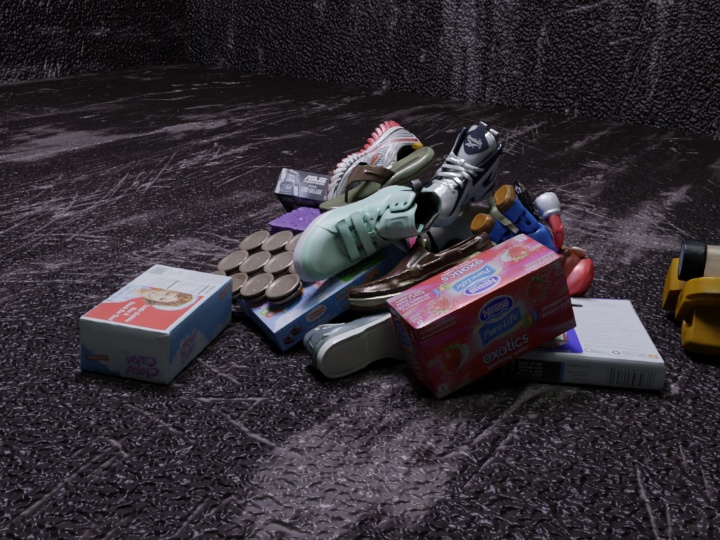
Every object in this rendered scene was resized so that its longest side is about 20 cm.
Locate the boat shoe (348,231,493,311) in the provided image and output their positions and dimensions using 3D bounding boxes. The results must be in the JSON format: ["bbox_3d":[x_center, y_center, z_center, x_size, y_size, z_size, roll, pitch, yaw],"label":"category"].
[{"bbox_3d":[0.076,-0.003,1.131,0.199,0.076,0.075,-13,2,-15],"label":"boat shoe"}]

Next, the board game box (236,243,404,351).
[{"bbox_3d":[-0.055,0.014,1.205,0.199,0.037,0.151,-34,31,-15],"label":"board game box"}]

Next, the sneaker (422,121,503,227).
[{"bbox_3d":[0.144,-0.150,1.314,0.197,0.131,0.079,-23,49,-41],"label":"sneaker"}]

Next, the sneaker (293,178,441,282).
[{"bbox_3d":[0.011,-0.052,1.133,0.199,0.075,0.118,-35,18,-24],"label":"sneaker"}]

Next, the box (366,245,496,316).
[{"bbox_3d":[0.104,0.028,1.206,0.196,0.050,0.083,-14,33,-6],"label":"box"}]

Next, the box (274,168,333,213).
[{"bbox_3d":[-0.026,-0.096,1.496,0.197,0.050,0.158,11,-21,21],"label":"box"}]

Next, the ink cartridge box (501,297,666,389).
[{"bbox_3d":[0.273,0.086,1.169,0.194,0.044,0.200,4,21,3],"label":"ink cartridge box"}]

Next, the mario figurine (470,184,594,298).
[{"bbox_3d":[0.248,-0.031,1.287,0.199,0.123,0.107,39,47,-16],"label":"mario figurine"}]

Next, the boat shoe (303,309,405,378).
[{"bbox_3d":[0.020,0.075,1.115,0.197,0.074,0.062,-16,30,-32],"label":"boat shoe"}]

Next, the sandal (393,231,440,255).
[{"bbox_3d":[0.088,-0.028,1.290,0.075,0.045,0.201,-18,68,-49],"label":"sandal"}]

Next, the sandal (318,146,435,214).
[{"bbox_3d":[0.019,-0.136,1.300,0.200,0.058,0.079,-34,25,-21],"label":"sandal"}]

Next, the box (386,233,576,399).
[{"bbox_3d":[0.143,0.051,1.068,0.197,0.101,0.095,-25,25,-12],"label":"box"}]

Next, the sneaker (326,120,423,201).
[{"bbox_3d":[0.021,-0.145,1.371,0.082,0.078,0.200,30,67,27],"label":"sneaker"}]

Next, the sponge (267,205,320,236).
[{"bbox_3d":[-0.030,-0.058,1.370,0.197,0.030,0.111,12,23,27],"label":"sponge"}]

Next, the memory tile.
[{"bbox_3d":[-0.125,-0.006,1.236,0.198,0.017,0.153,2,38,41],"label":"memory tile"}]

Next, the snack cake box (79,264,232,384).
[{"bbox_3d":[-0.244,0.061,1.111,0.113,0.068,0.200,10,20,12],"label":"snack cake box"}]

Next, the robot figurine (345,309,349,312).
[{"bbox_3d":[0.000,0.000,1.346,0.142,0.059,0.200,2,20,-6],"label":"robot figurine"}]

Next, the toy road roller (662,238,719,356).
[{"bbox_3d":[0.482,0.054,1.236,0.121,0.148,0.200,8,-18,14],"label":"toy road roller"}]

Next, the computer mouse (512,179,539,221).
[{"bbox_3d":[0.288,-0.050,1.367,0.034,0.202,0.059,-28,6,13],"label":"computer mouse"}]

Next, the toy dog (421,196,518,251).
[{"bbox_3d":[0.187,-0.045,1.395,0.198,0.142,0.192,22,27,38],"label":"toy dog"}]
